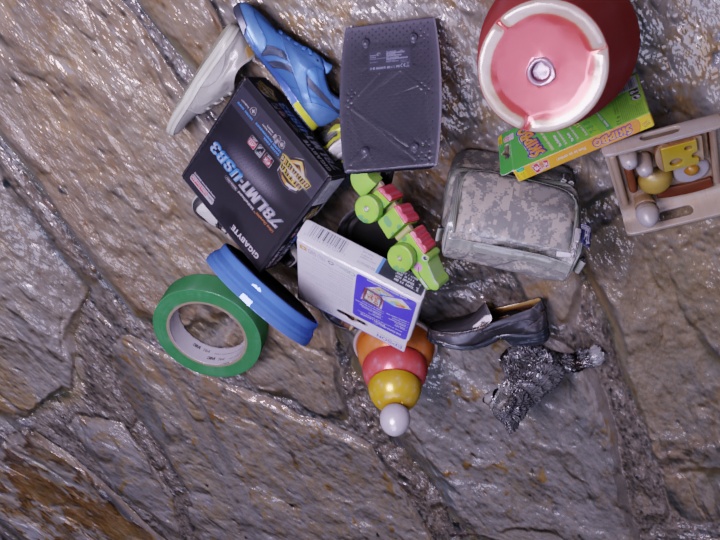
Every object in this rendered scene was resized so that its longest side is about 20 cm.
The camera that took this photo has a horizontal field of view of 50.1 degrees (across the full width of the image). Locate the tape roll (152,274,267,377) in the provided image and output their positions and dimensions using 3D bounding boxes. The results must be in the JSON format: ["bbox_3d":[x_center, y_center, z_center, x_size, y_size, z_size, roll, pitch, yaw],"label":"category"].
[{"bbox_3d":[-0.267,0.101,1.372,0.199,0.048,0.202,6,127,8],"label":"tape roll"}]

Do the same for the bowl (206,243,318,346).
[{"bbox_3d":[-0.144,0.033,1.162,0.200,0.201,0.039,41,90,-18],"label":"bowl"}]

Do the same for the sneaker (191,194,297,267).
[{"bbox_3d":[-0.175,-0.069,1.204,0.199,0.088,0.076,19,129,0],"label":"sneaker"}]

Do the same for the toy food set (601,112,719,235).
[{"bbox_3d":[0.409,-0.119,1.021,0.142,0.061,0.200,-13,148,21],"label":"toy food set"}]

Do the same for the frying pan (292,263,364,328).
[{"bbox_3d":[-0.039,0.030,1.286,0.114,0.031,0.191,-22,121,22],"label":"frying pan"}]

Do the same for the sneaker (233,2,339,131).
[{"bbox_3d":[-0.091,-0.288,1.047,0.078,0.066,0.200,-33,114,14],"label":"sneaker"}]

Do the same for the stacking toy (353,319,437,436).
[{"bbox_3d":[0.054,0.186,1.263,0.145,0.201,0.147,3,134,3],"label":"stacking toy"}]

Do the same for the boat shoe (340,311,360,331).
[{"bbox_3d":[0.000,0.000,1.222,0.067,0.072,0.201,21,114,7],"label":"boat shoe"}]

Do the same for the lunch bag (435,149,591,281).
[{"bbox_3d":[0.208,-0.067,1.072,0.198,0.168,0.140,12,128,3],"label":"lunch bag"}]

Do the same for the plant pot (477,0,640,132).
[{"bbox_3d":[0.222,-0.250,0.903,0.199,0.177,0.202,8,116,17],"label":"plant pot"}]

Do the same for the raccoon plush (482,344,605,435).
[{"bbox_3d":[0.296,0.184,1.255,0.199,0.134,0.097,-26,116,27],"label":"raccoon plush"}]

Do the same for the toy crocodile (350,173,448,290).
[{"bbox_3d":[0.054,-0.062,1.036,0.062,0.067,0.201,-39,82,37],"label":"toy crocodile"}]

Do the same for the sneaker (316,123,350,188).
[{"bbox_3d":[0.013,-0.190,1.096,0.199,0.075,0.084,-29,133,29],"label":"sneaker"}]

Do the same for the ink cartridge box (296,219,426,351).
[{"bbox_3d":[-0.003,0.028,1.141,0.197,0.044,0.200,27,154,8],"label":"ink cartridge box"}]

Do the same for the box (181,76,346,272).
[{"bbox_3d":[-0.144,-0.137,1.110,0.200,0.050,0.199,50,120,13],"label":"box"}]

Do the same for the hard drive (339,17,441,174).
[{"bbox_3d":[0.041,-0.223,1.001,0.134,0.202,0.042,-3,168,14],"label":"hard drive"}]

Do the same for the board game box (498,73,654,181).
[{"bbox_3d":[0.277,-0.184,1.015,0.199,0.096,0.030,-19,129,24],"label":"board game box"}]

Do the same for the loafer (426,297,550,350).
[{"bbox_3d":[0.204,0.081,1.249,0.198,0.073,0.073,-6,116,5],"label":"loafer"}]

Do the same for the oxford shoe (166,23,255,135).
[{"bbox_3d":[-0.213,-0.257,1.087,0.058,0.076,0.200,31,125,-24],"label":"oxford shoe"}]

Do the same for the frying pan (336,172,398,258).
[{"bbox_3d":[0.014,-0.078,1.122,0.114,0.031,0.191,-6,111,17],"label":"frying pan"}]
